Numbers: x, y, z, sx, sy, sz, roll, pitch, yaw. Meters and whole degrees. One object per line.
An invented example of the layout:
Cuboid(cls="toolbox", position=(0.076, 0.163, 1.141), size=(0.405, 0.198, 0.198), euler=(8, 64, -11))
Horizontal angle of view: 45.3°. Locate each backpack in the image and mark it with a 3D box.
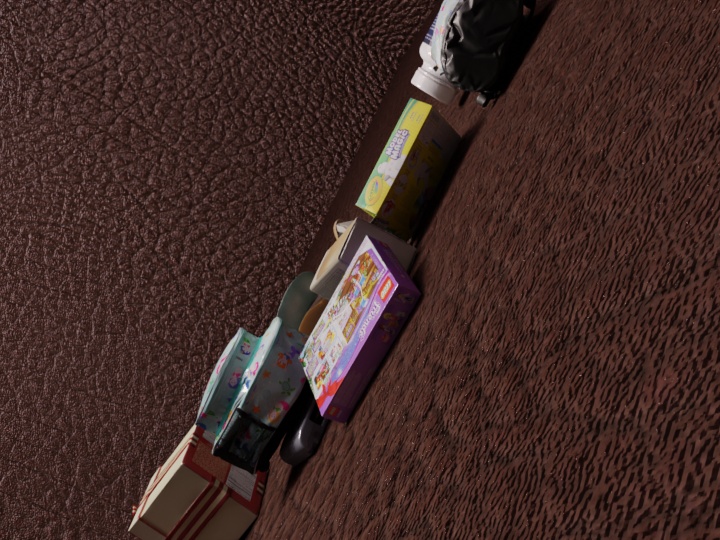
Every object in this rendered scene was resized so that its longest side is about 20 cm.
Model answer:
Cuboid(cls="backpack", position=(0.168, -0.343, 1.244), size=(0.169, 0.125, 0.200), euler=(-63, 3, 16))
Cuboid(cls="backpack", position=(-0.146, 0.171, 1.283), size=(0.201, 0.149, 0.178), euler=(-54, 8, 23))

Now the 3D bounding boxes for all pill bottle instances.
Cuboid(cls="pill bottle", position=(0.169, -0.393, 1.477), size=(0.202, 0.110, 0.111), euler=(-60, 7, 14))

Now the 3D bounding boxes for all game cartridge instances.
Cuboid(cls="game cartridge", position=(-0.061, 0.188, 1.290), size=(0.133, 0.041, 0.202), euler=(-43, 21, 59))

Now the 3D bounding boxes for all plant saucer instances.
Cuboid(cls="plant saucer", position=(-0.098, 0.106, 1.606), size=(0.200, 0.038, 0.206), euler=(10, -90, -67))

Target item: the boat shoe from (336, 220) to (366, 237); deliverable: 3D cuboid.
Cuboid(cls="boat shoe", position=(0.004, -0.054, 1.613), size=(0.199, 0.073, 0.062), euler=(-160, 58, -67))

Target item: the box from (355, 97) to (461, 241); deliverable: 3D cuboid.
Cuboid(cls="box", position=(0.068, -0.135, 1.272), size=(0.117, 0.048, 0.203), euler=(30, -94, -57))

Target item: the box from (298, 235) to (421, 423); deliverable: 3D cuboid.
Cuboid(cls="box", position=(-0.006, 0.074, 1.114), size=(0.202, 0.039, 0.137), euler=(-60, 28, 17))

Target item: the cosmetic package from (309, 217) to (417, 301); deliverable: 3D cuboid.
Cuboid(cls="cosmetic package", position=(0.000, 0.000, 1.269), size=(0.072, 0.104, 0.200), euler=(-65, 9, -18))

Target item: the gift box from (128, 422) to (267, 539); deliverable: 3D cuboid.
Cuboid(cls="gift box", position=(-0.272, 0.398, 1.496), size=(0.188, 0.184, 0.200), euler=(-51, 6, 14))

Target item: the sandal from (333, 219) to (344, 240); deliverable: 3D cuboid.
Cuboid(cls="sandal", position=(-0.009, -0.059, 1.774), size=(0.069, 0.078, 0.213), euler=(-37, 23, 21))

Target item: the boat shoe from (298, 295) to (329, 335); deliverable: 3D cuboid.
Cuboid(cls="boat shoe", position=(-0.058, 0.079, 1.552), size=(0.202, 0.070, 0.071), euler=(-59, 0, -29))
